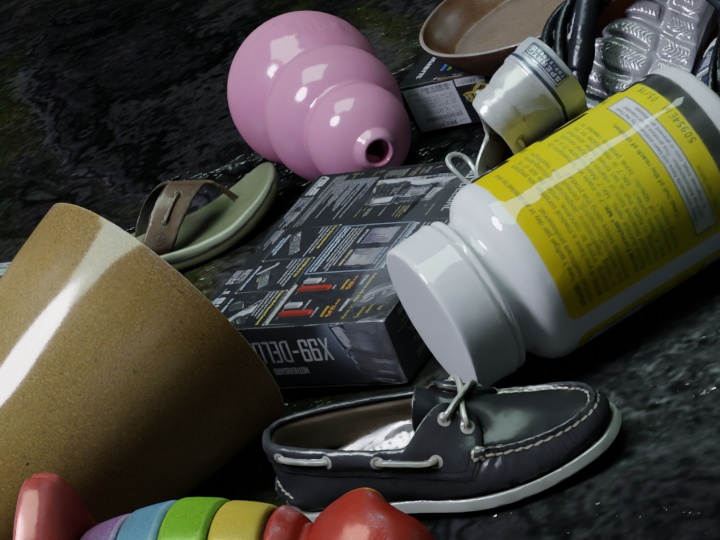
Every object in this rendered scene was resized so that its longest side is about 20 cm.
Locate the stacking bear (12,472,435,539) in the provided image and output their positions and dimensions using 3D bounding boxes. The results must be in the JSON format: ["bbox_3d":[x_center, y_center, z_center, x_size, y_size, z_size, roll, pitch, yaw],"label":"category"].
[{"bbox_3d":[-0.055,0.156,0.988,0.200,0.122,0.114,-9,53,15],"label":"stacking bear"}]

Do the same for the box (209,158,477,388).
[{"bbox_3d":[0.000,0.000,1.321,0.157,0.050,0.200,-5,30,33],"label":"box"}]

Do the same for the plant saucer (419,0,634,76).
[{"bbox_3d":[0.141,-0.198,1.510,0.200,0.035,0.200,-22,25,11],"label":"plant saucer"}]

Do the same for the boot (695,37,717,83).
[{"bbox_3d":[0.290,-0.121,1.269,0.200,0.073,0.090,-15,31,46],"label":"boot"}]

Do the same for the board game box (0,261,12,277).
[{"bbox_3d":[-0.228,0.055,1.403,0.147,0.064,0.200,-7,24,-3],"label":"board game box"}]

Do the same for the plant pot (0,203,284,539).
[{"bbox_3d":[-0.177,0.097,1.191,0.200,0.186,0.186,-50,29,-19],"label":"plant pot"}]

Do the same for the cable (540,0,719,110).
[{"bbox_3d":[0.178,-0.139,1.296,0.163,0.051,0.200,-38,44,23],"label":"cable"}]

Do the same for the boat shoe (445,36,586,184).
[{"bbox_3d":[0.094,-0.065,1.251,0.086,0.075,0.202,-40,-16,-7],"label":"boat shoe"}]

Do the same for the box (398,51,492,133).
[{"bbox_3d":[0.156,-0.189,1.575,0.198,0.050,0.200,-7,31,36],"label":"box"}]

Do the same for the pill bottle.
[{"bbox_3d":[0.123,-0.021,1.161,0.200,0.114,0.114,-31,23,-11],"label":"pill bottle"}]

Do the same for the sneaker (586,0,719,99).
[{"bbox_3d":[0.219,-0.152,1.401,0.078,0.112,0.200,34,91,25],"label":"sneaker"}]

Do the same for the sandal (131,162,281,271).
[{"bbox_3d":[-0.152,-0.034,1.566,0.201,0.057,0.080,-25,23,-4],"label":"sandal"}]

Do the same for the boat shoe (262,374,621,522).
[{"bbox_3d":[0.039,0.088,1.085,0.200,0.060,0.074,-14,25,29],"label":"boat shoe"}]

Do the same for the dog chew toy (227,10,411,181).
[{"bbox_3d":[-0.024,-0.123,1.547,0.124,0.125,0.200,-31,30,-9],"label":"dog chew toy"}]
